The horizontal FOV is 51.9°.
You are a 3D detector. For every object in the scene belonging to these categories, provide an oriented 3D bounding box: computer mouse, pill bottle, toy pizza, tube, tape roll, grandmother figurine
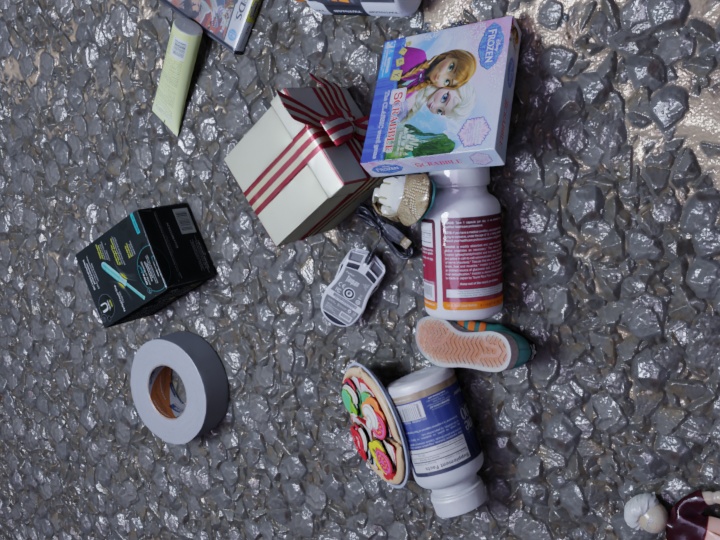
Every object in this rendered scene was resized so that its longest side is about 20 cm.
[{"bbox_3d":[0.000,0.000,1.154,0.108,0.044,0.202,32,118,-2],"label":"computer mouse"},{"bbox_3d":[-0.014,-0.419,1.051,0.197,0.106,0.109,12,106,29],"label":"pill bottle"},{"bbox_3d":[0.015,0.242,1.142,0.201,0.031,0.203,50,150,43],"label":"toy pizza"},{"bbox_3d":[-0.321,-0.337,1.287,0.059,0.051,0.202,-100,28,-44],"label":"tube"},{"bbox_3d":[-0.345,0.221,1.401,0.197,0.066,0.205,6,102,30],"label":"tape roll"},{"bbox_3d":[0.440,0.337,0.946,0.196,0.060,0.124,14,98,26],"label":"grandmother figurine"},{"bbox_3d":[0.118,0.251,1.095,0.109,0.110,0.204,-20,89,32],"label":"pill bottle"},{"bbox_3d":[0.140,-0.041,1.024,0.111,0.112,0.205,3,101,31],"label":"pill bottle"}]

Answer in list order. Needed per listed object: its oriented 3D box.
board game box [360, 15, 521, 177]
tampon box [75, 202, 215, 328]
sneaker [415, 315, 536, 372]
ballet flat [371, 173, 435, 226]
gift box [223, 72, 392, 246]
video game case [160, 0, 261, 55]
[{"bbox_3d":[0.108,-0.231,0.993,0.196,0.041,0.204,-2,67,31],"label":"board game box"},{"bbox_3d":[-0.393,-0.009,1.350,0.198,0.125,0.152,-26,85,33],"label":"tampon box"},{"bbox_3d":[0.164,0.108,1.068,0.198,0.079,0.073,11,95,51],"label":"sneaker"},{"bbox_3d":[0.051,-0.099,1.025,0.064,0.200,0.072,14,86,-8],"label":"ballet flat"},{"bbox_3d":[-0.076,-0.173,1.091,0.186,0.184,0.202,-36,87,33],"label":"gift box"},{"bbox_3d":[-0.238,-0.489,1.222,0.199,0.025,0.183,38,117,20],"label":"video game case"}]
